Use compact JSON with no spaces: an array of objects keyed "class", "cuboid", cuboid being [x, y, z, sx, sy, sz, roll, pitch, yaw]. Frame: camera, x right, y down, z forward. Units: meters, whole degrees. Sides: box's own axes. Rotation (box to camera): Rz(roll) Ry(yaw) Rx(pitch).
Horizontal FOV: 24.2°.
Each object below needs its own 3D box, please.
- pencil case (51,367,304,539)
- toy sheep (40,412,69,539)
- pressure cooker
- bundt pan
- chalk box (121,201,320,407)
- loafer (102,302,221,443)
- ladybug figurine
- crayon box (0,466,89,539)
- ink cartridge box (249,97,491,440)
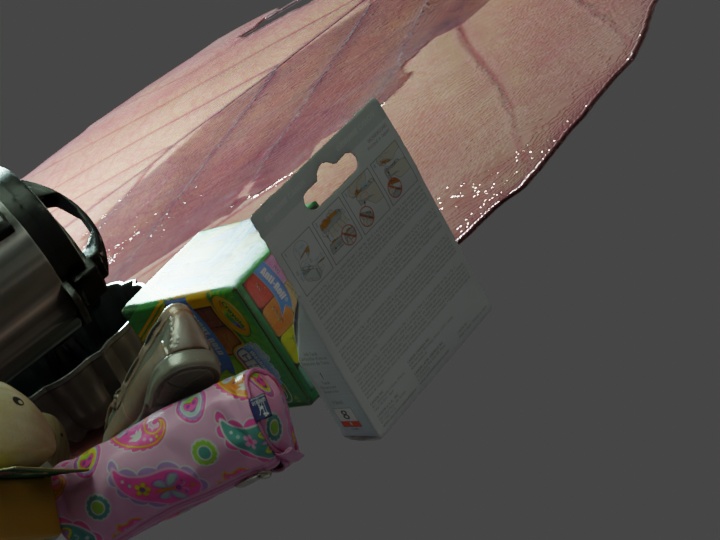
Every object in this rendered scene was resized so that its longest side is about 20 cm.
[{"class":"pencil case","cuboid":[-0.141,0.149,1.288,0.199,0.088,0.088,-26,21,13]},{"class":"toy sheep","cuboid":[-0.310,0.197,1.359,0.200,0.138,0.137,-51,26,-20]},{"class":"pressure cooker","cuboid":[-0.337,0.003,1.558,0.199,0.177,0.179,-37,4,-17]},{"class":"bundt pan","cuboid":[-0.268,0.098,1.598,0.201,0.076,0.202,-28,21,12]},{"class":"chalk box","cuboid":[-0.074,0.033,1.395,0.199,0.125,0.124,-12,28,46]},{"class":"loafer","cuboid":[-0.162,0.099,1.348,0.071,0.063,0.200,-1,-31,-27]},{"class":"ladybug figurine","cuboid":[-0.327,0.128,1.244,0.198,0.073,0.136,-11,-9,-6]},{"class":"crayon box","cuboid":[-0.309,0.186,1.228,0.198,0.051,0.127,-15,-10,15]},{"class":"ink cartridge box","cuboid":[0.000,0.000,1.249,0.050,0.201,0.162,-8,31,49]}]
